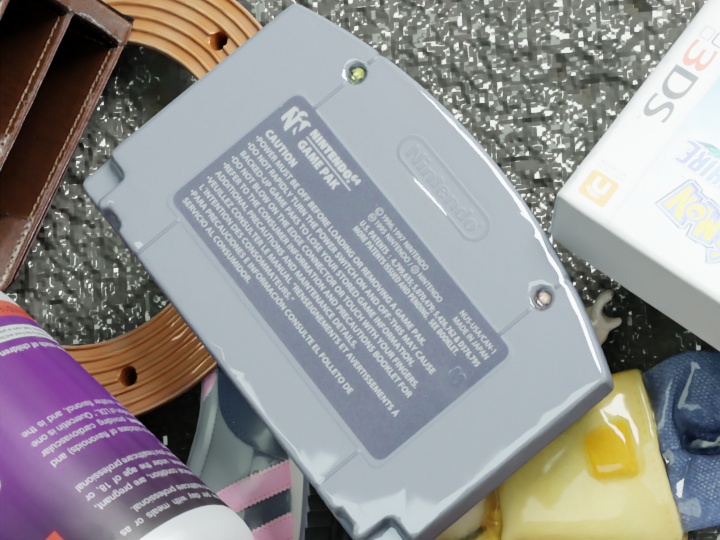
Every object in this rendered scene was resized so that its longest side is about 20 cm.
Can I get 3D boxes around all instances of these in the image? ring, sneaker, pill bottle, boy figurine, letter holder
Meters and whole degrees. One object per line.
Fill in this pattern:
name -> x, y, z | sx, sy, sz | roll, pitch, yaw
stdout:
ring -> -0.110, -0.031, 1.057 | 0.199, 0.019, 0.202 | -6, 74, 22
sneaker -> -0.047, 0.120, 1.027 | 0.081, 0.070, 0.202 | 5, 81, 30
pill bottle -> -0.117, 0.103, 0.958 | 0.200, 0.112, 0.113 | 41, 95, 23
boy figurine -> 0.091, 0.072, 0.992 | 0.198, 0.064, 0.125 | -9, 84, 10
letter holder -> -0.222, -0.087, 1.049 | 0.199, 0.100, 0.143 | 24, 89, 23

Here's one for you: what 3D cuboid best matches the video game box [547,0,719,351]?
video game box -> 0.202, -0.034, 0.952 | 0.199, 0.047, 0.183 | 34, 74, 14

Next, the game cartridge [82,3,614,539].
game cartridge -> 0.000, 0.000, 0.978 | 0.133, 0.041, 0.200 | -39, 73, 2
